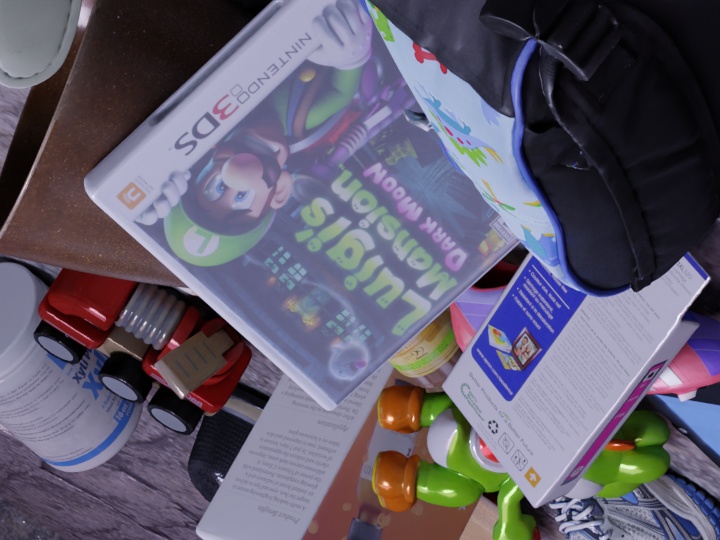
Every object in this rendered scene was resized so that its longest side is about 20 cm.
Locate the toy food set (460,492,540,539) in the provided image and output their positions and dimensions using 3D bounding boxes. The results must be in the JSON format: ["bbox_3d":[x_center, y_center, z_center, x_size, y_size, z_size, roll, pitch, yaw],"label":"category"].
[{"bbox_3d":[0.069,0.199,1.517,0.200,0.049,0.197,39,159,-22],"label":"toy food set"}]

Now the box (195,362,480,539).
[{"bbox_3d":[0.000,0.157,1.291,0.106,0.201,0.152,9,152,44],"label":"box"}]

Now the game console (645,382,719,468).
[{"bbox_3d":[0.257,0.103,1.055,0.200,0.031,0.176,42,156,-28],"label":"game console"}]

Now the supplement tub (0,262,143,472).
[{"bbox_3d":[-0.315,0.099,1.696,0.131,0.133,0.200,14,155,37],"label":"supplement tub"}]

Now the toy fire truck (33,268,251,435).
[{"bbox_3d":[-0.171,0.050,1.397,0.175,0.129,0.200,33,155,-7],"label":"toy fire truck"}]

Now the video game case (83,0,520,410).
[{"bbox_3d":[-0.011,-0.043,0.890,0.200,0.182,0.023,44,-173,-34],"label":"video game case"}]

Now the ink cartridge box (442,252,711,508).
[{"bbox_3d":[0.120,0.034,0.945,0.095,0.037,0.201,52,137,24],"label":"ink cartridge box"}]

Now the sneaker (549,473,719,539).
[{"bbox_3d":[0.170,0.163,1.237,0.199,0.086,0.077,35,159,-10],"label":"sneaker"}]

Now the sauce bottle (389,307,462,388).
[{"bbox_3d":[0.000,0.000,1.120,0.064,0.065,0.200,3,148,51],"label":"sauce bottle"}]

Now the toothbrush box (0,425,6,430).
[{"bbox_3d":[-0.456,0.105,1.974,0.199,0.087,0.146,8,151,43],"label":"toothbrush box"}]

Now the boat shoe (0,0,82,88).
[{"bbox_3d":[-0.185,-0.191,0.841,0.060,0.071,0.203,31,134,49],"label":"boat shoe"}]

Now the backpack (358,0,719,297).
[{"bbox_3d":[0.091,-0.103,0.598,0.147,0.183,0.200,46,173,29],"label":"backpack"}]

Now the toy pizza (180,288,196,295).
[{"bbox_3d":[-0.123,-0.011,1.311,0.199,0.032,0.200,26,160,11],"label":"toy pizza"}]

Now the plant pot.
[{"bbox_3d":[-0.082,-0.064,0.956,0.199,0.188,0.187,22,163,-17],"label":"plant pot"}]

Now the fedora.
[{"bbox_3d":[-0.102,0.195,1.677,0.199,0.092,0.201,27,160,11],"label":"fedora"}]

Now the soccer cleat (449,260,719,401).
[{"bbox_3d":[0.131,0.027,1.001,0.199,0.066,0.077,7,116,45],"label":"soccer cleat"}]

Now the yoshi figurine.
[{"bbox_3d":[0.115,0.124,1.168,0.198,0.112,0.113,-1,116,19],"label":"yoshi figurine"}]
